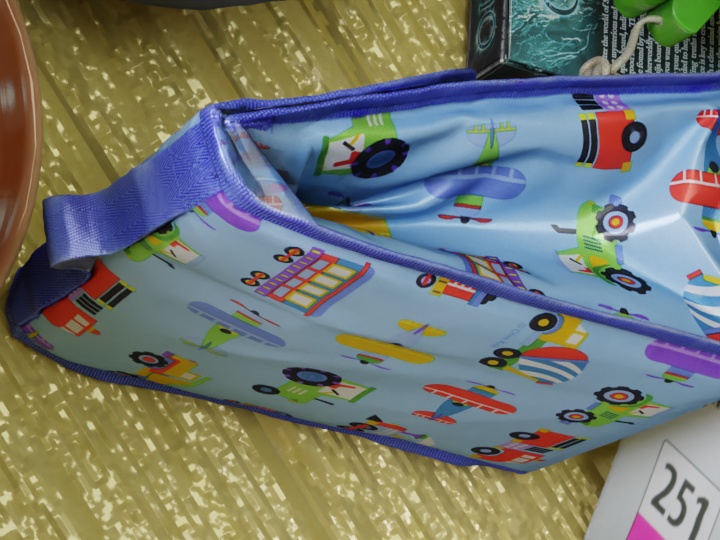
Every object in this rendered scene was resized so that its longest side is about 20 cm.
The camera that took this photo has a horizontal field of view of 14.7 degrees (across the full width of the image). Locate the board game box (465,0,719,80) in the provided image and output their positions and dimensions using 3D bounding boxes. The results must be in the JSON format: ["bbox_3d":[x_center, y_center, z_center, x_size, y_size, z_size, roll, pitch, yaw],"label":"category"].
[{"bbox_3d":[0.104,-0.146,0.984,0.135,0.028,0.201,13,70,-25],"label":"board game box"}]

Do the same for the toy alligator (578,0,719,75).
[{"bbox_3d":[0.114,-0.117,0.929,0.200,0.059,0.054,-39,96,-32],"label":"toy alligator"}]

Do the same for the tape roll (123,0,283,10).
[{"bbox_3d":[-0.047,-0.181,0.834,0.199,0.066,0.201,-1,70,2],"label":"tape roll"}]

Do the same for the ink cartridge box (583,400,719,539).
[{"bbox_3d":[0.152,0.052,0.813,0.043,0.200,0.174,9,109,-27],"label":"ink cartridge box"}]

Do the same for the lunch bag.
[{"bbox_3d":[0.000,0.000,0.809,0.199,0.150,0.095,3,73,-29],"label":"lunch bag"}]

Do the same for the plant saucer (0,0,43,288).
[{"bbox_3d":[-0.187,-0.048,0.789,0.200,0.032,0.201,8,72,-27],"label":"plant saucer"}]
